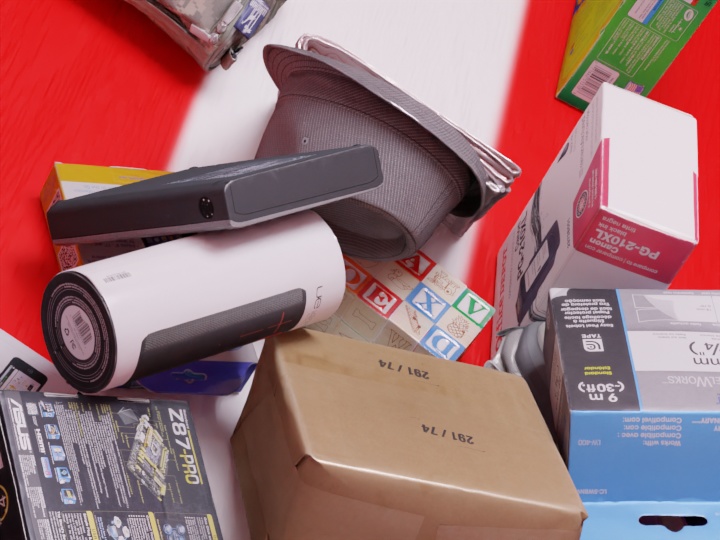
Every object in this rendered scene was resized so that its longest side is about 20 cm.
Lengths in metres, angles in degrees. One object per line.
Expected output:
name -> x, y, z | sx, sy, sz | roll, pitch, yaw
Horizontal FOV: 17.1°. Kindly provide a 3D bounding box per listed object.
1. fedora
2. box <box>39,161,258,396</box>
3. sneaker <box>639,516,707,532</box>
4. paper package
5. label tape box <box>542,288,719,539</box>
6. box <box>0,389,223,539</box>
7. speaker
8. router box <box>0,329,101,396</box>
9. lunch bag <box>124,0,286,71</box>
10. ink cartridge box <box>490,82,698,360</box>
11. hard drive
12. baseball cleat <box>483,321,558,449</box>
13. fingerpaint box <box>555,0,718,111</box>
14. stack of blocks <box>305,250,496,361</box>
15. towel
fedora -> -0.008, -0.072, 1.718 | 0.199, 0.177, 0.091 | 25, 72, 25
box -> -0.149, 0.014, 1.698 | 0.118, 0.042, 0.201 | 4, 51, -30
sneaker -> 0.222, 0.141, 1.704 | 0.081, 0.088, 0.201 | 47, 40, -45
paper package -> 0.028, 0.136, 1.597 | 0.199, 0.104, 0.191 | 11, 25, -17
label tape box -> 0.206, 0.097, 1.632 | 0.143, 0.064, 0.201 | 1, 38, -4
box -> -0.154, 0.175, 1.476 | 0.160, 0.049, 0.201 | 4, 61, -44
speaker -> -0.105, 0.016, 1.552 | 0.199, 0.081, 0.081 | -16, 61, -42
router box -> -0.269, 0.113, 1.515 | 0.179, 0.049, 0.200 | 34, 41, 0
lunch bag -> -0.142, -0.266, 1.907 | 0.199, 0.140, 0.168 | 36, 57, 3
ink cartridge box -> 0.175, -0.015, 1.812 | 0.084, 0.201, 0.145 | 19, 42, -11
hard drive -> -0.101, -0.051, 1.627 | 0.139, 0.199, 0.033 | -17, 99, -41
baseball cleat -> 0.134, 0.138, 1.746 | 0.070, 0.106, 0.202 | 33, 50, -62
fingerpaint box -> 0.257, -0.250, 2.091 | 0.073, 0.200, 0.167 | 26, 40, -9
stack of blocks -> 0.000, 0.000, 1.790 | 0.200, 0.059, 0.115 | 38, 41, 5
towel -> 0.022, -0.101, 1.823 | 0.190, 0.200, 0.032 | 34, 79, -1
